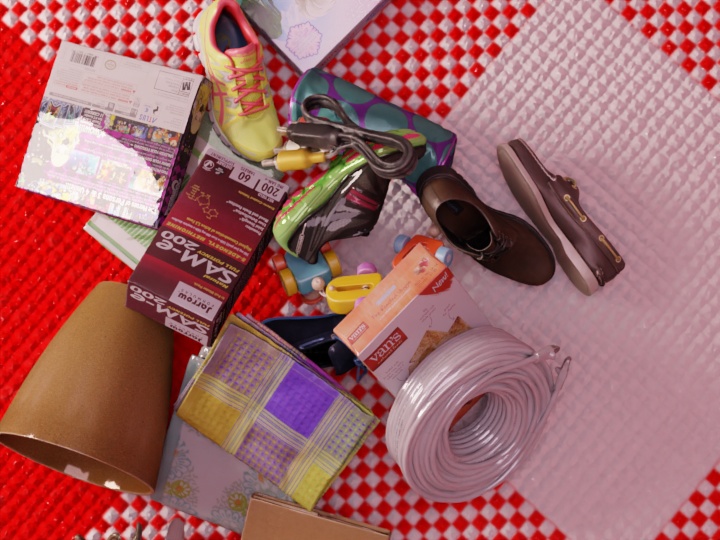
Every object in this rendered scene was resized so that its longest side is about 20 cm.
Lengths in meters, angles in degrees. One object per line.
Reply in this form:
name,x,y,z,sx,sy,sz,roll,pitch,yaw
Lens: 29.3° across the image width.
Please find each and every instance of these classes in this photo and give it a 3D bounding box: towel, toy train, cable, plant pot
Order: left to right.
plant pot,-0.283,0.122,1.527,0.184,0.187,0.203,17,72,3
towel,-0.208,-0.082,1.613,0.152,0.023,0.201,38,85,4
towel,-0.133,0.197,1.542,0.169,0.048,0.203,21,106,5
towel,-0.095,0.154,1.492,0.199,0.023,0.144,37,105,-2
cable,-0.012,-0.138,1.483,0.198,0.051,0.098,13,57,31
toy train,0.000,0.000,1.555,0.198,0.056,0.151,14,47,28
cable,0.119,0.157,1.501,0.198,0.069,0.202,-1,119,-34

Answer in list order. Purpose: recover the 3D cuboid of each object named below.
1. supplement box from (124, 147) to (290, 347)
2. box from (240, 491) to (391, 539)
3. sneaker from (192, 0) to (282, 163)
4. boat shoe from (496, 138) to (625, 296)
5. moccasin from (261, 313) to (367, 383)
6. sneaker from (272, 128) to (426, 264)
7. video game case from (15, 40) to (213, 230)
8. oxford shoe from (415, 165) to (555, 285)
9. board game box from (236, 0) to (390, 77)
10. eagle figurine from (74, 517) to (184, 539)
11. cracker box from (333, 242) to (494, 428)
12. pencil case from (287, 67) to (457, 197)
supplement box,-0.167,-0.028,1.524,0.108,0.061,0.202,24,58,3
box,-0.066,0.363,1.534,0.161,0.021,0.203,14,101,3
sneaker,-0.139,-0.221,1.582,0.077,0.090,0.202,-21,85,-22
boat shoe,0.229,-0.070,1.577,0.059,0.072,0.201,-33,88,-8
moccasin,-0.024,0.093,1.560,0.197,0.081,0.069,-8,48,12
sneaker,-0.004,-0.083,1.520,0.199,0.077,0.084,-37,109,9
video game case,-0.285,-0.156,1.586,0.197,0.036,0.184,15,86,20
oxford shoe,0.144,-0.031,1.542,0.199,0.085,0.073,31,112,-24
board game box,-0.061,-0.363,1.627,0.199,0.041,0.200,45,87,5
eagle figurine,-0.220,0.381,1.498,0.199,0.151,0.152,39,112,31
cracker box,0.075,0.082,1.506,0.134,0.200,0.058,-45,44,-3
pencil case,0.012,-0.154,1.582,0.198,0.085,0.093,24,71,4
